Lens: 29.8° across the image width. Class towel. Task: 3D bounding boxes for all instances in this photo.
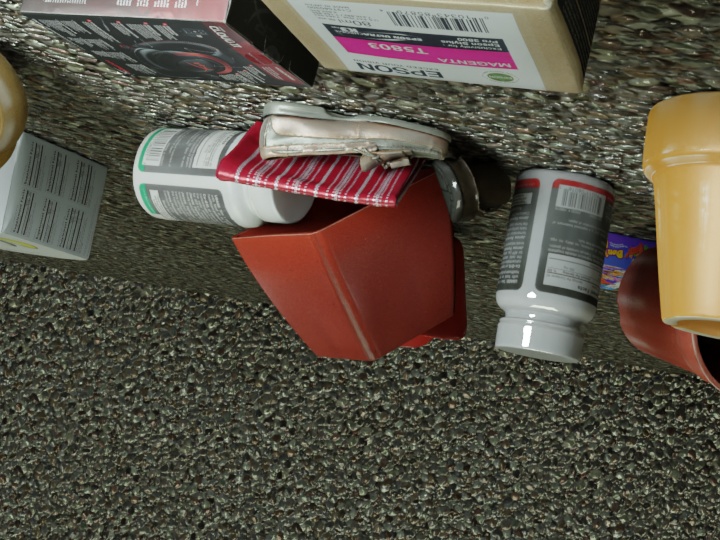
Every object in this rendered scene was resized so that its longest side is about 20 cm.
[{"bbox_3d":[-0.042,-0.115,1.450,0.200,0.023,0.145,10,-151,12],"label":"towel"}]

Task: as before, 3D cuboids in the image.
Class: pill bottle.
[{"bbox_3d":[-0.159,-0.109,1.592,0.200,0.113,0.113,7,172,31],"label":"pill bottle"},{"bbox_3d":[0.214,-0.004,1.511,0.114,0.201,0.114,11,173,1],"label":"pill bottle"}]

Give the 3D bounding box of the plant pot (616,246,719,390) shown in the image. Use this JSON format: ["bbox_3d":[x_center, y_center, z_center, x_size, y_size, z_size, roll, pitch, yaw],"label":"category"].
[{"bbox_3d":[0.434,0.047,1.686,0.200,0.201,0.195,14,180,-25],"label":"plant pot"}]

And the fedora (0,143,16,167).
[{"bbox_3d":[-0.467,-0.180,1.479,0.200,0.082,0.201,2,136,2],"label":"fedora"}]

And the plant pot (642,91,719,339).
[{"bbox_3d":[0.335,-0.036,1.164,0.200,0.184,0.200,11,173,1],"label":"plant pot"}]

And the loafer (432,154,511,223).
[{"bbox_3d":[0.127,-0.097,1.482,0.071,0.073,0.200,-19,179,10],"label":"loafer"}]

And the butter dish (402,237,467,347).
[{"bbox_3d":[0.041,0.038,1.968,0.200,0.200,0.148,12,139,-13],"label":"butter dish"}]

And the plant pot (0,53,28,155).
[{"bbox_3d":[-0.447,-0.176,1.401,0.199,0.028,0.200,2,135,2],"label":"plant pot"}]

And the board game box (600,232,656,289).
[{"bbox_3d":[0.317,-0.016,1.863,0.134,0.045,0.200,12,173,-6],"label":"board game box"}]

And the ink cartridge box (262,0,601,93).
[{"bbox_3d":[0.048,-0.183,0.896,0.200,0.075,0.165,8,171,18],"label":"ink cartridge box"}]

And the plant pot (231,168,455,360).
[{"bbox_3d":[0.000,0.000,1.615,0.200,0.177,0.200,-27,-166,-31],"label":"plant pot"}]

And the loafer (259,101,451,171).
[{"bbox_3d":[-0.007,-0.129,1.413,0.199,0.063,0.072,10,173,5],"label":"loafer"}]

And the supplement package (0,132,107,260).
[{"bbox_3d":[-0.509,-0.111,1.940,0.191,0.147,0.200,7,173,26],"label":"supplement package"}]

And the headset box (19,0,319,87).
[{"bbox_3d":[-0.128,-0.198,1.025,0.200,0.075,0.149,7,172,25],"label":"headset box"}]
